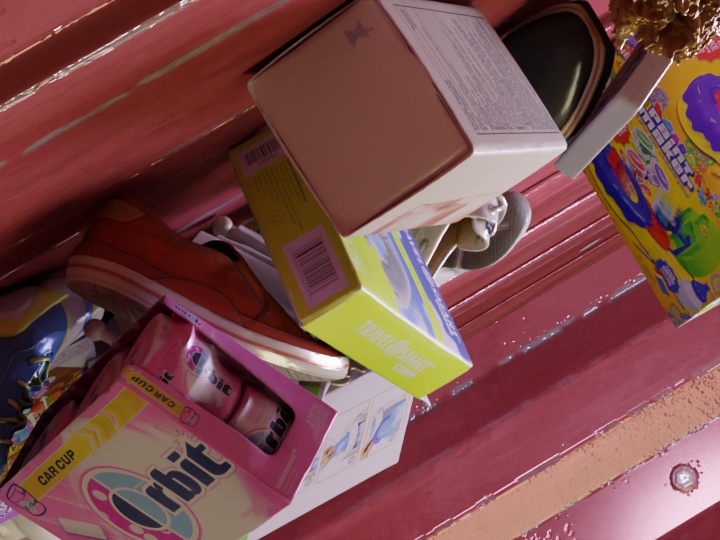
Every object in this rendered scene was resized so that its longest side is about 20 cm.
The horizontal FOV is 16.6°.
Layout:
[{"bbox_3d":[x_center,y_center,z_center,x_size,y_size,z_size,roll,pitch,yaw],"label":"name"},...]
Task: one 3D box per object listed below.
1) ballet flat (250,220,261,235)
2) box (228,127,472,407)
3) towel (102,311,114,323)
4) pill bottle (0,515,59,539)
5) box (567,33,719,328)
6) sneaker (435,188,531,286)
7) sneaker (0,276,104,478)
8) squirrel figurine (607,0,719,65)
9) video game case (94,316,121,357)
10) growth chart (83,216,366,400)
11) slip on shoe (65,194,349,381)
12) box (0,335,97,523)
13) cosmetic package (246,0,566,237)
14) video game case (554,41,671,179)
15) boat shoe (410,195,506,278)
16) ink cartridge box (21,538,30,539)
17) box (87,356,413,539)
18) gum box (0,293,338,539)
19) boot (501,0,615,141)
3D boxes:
[{"bbox_3d":[-0.020,-0.030,1.705,0.067,0.067,0.200,-11,178,20],"label":"ballet flat"},{"bbox_3d":[0.000,0.000,1.462,0.048,0.122,0.200,-30,154,12],"label":"box"},{"bbox_3d":[-0.237,0.074,1.635,0.200,0.022,0.147,-33,172,18],"label":"towel"},{"bbox_3d":[-0.206,0.128,1.768,0.200,0.111,0.111,-31,173,1],"label":"pill bottle"},{"bbox_3d":[0.269,-0.089,1.897,0.122,0.200,0.193,-28,172,-18],"label":"box"},{"bbox_3d":[0.079,-0.031,2.101,0.200,0.071,0.080,-30,-175,47],"label":"sneaker"},{"bbox_3d":[-0.218,0.082,1.419,0.200,0.105,0.076,-27,172,-27],"label":"sneaker"},{"bbox_3d":[0.223,-0.196,1.364,0.199,0.142,0.187,-16,-178,-6],"label":"squirrel figurine"},{"bbox_3d":[-0.136,0.084,1.646,0.200,0.022,0.182,-38,148,5],"label":"video game case"},{"bbox_3d":[-0.065,0.032,1.503,0.018,0.145,0.200,-60,173,31],"label":"growth chart"},{"bbox_3d":[-0.077,0.016,1.383,0.200,0.061,0.074,29,162,-39],"label":"slip on shoe"},{"bbox_3d":[-0.251,0.112,1.516,0.200,0.039,0.137,-27,144,-18],"label":"box"},{"bbox_3d":[0.029,-0.083,1.328,0.087,0.104,0.200,-34,171,17],"label":"cosmetic package"},{"bbox_3d":[0.197,-0.156,1.543,0.200,0.018,0.143,-54,180,-18],"label":"video game case"},{"bbox_3d":[0.063,-0.041,1.660,0.200,0.070,0.071,-50,160,-19],"label":"boat shoe"},{"bbox_3d":[-0.214,0.160,1.902,0.200,0.129,0.125,-31,174,12],"label":"ink cartridge box"},{"bbox_3d":[-0.071,0.091,1.560,0.200,0.112,0.102,-26,139,-42],"label":"box"},{"bbox_3d":[-0.108,0.100,1.356,0.200,0.113,0.066,-40,-162,54],"label":"gum box"},{"bbox_3d":[0.052,-0.090,1.521,0.138,0.078,0.200,-14,159,-44],"label":"boot"}]
